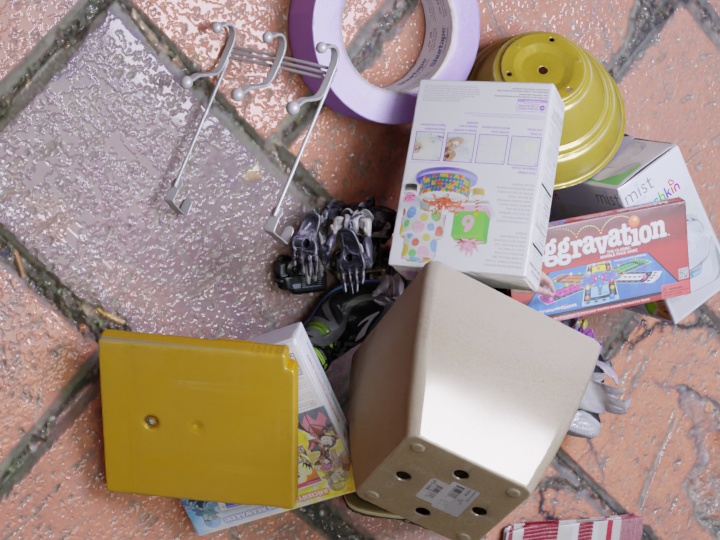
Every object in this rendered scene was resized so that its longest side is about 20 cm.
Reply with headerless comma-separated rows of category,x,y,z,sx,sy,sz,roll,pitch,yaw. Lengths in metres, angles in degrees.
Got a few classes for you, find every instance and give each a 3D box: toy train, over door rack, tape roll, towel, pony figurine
toy train,0.000,0.000,1.600,0.198,0.034,0.046,-6,106,-25
over door rack,-0.114,-0.141,1.451,0.066,0.147,0.202,15,92,-58
tape roll,0.026,-0.257,1.552,0.198,0.065,0.203,-5,101,-27
towel,0.254,0.373,1.797,0.198,0.023,0.146,0,101,-25
pony figurine,0.202,0.076,1.608,0.167,0.191,0.202,58,43,-60

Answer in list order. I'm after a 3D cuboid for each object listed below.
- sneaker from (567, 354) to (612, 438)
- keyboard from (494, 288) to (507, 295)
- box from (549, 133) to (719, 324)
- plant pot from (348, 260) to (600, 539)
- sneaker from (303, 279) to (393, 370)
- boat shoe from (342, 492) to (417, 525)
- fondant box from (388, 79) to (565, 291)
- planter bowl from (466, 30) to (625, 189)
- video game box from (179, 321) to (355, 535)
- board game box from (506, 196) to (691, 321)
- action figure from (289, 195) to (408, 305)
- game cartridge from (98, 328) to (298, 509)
sneaker,0.205,0.113,1.704,0.199,0.075,0.115,25,77,-23
keyboard,0.140,-0.015,1.598,0.103,0.201,0.040,-30,151,-6
box,0.295,-0.055,1.645,0.096,0.200,0.178,-35,113,-16
plant pot,0.095,0.148,1.452,0.199,0.200,0.178,26,49,-10
sneaker,-0.043,0.083,1.555,0.199,0.083,0.071,-32,120,-10
boat shoe,0.073,0.261,1.661,0.198,0.074,0.065,3,138,-13
fondant box,0.118,-0.088,1.477,0.058,0.143,0.202,42,56,-64
planter bowl,0.191,-0.192,1.569,0.198,0.084,0.202,0,62,0
video game box,-0.114,0.165,1.505,0.198,0.047,0.184,-18,108,17
board game box,0.245,-0.008,1.523,0.198,0.019,0.104,-11,107,-10
action figure,-0.007,-0.022,1.519,0.118,0.200,0.103,13,103,16
game cartridge,-0.160,0.148,1.467,0.198,0.033,0.178,4,115,6
